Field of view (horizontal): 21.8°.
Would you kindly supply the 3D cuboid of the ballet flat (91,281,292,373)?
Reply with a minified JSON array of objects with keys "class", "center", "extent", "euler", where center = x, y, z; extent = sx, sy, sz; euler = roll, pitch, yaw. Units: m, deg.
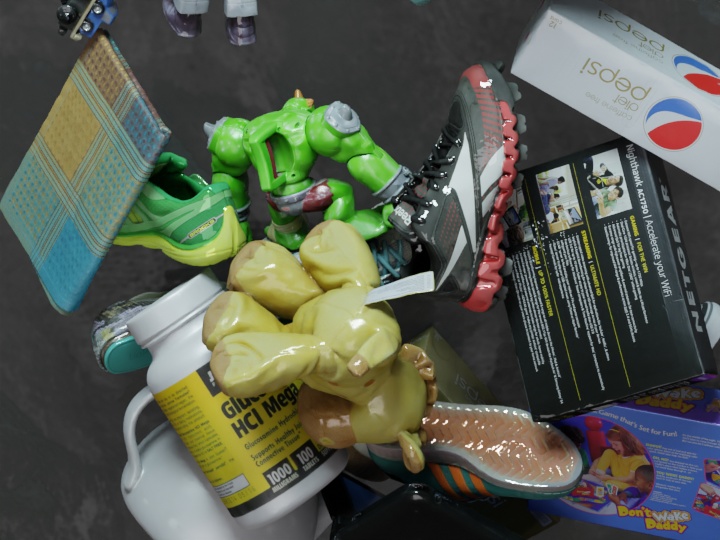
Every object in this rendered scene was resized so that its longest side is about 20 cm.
[{"class":"ballet flat","center":[-0.142,0.039,1.637],"extent":[0.198,0.072,0.073],"euler":[-9,125,-22]}]

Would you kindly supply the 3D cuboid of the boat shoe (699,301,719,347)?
[{"class":"boat shoe","center":[0.226,0.084,1.590],"extent":[0.056,0.069,0.200],"euler":[39,123,-12]}]

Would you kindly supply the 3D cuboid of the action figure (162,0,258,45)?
[{"class":"action figure","center":[-0.112,-0.270,1.435],"extent":[0.129,0.070,0.201],"euler":[0,134,-11]}]

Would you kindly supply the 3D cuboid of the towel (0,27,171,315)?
[{"class":"towel","center":[-0.231,-0.081,1.562],"extent":[0.022,0.147,0.201],"euler":[4,131,-43]}]

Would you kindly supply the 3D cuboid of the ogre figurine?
[{"class":"ogre figurine","center":[-0.048,-0.077,1.531],"extent":[0.199,0.098,0.121],"euler":[10,131,45]}]

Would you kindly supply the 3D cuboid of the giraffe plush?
[{"class":"giraffe plush","center":[-0.009,0.073,1.479],"extent":[0.198,0.174,0.163],"euler":[0,138,27]}]

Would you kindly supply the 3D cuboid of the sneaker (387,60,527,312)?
[{"class":"sneaker","center":[0.072,-0.064,1.454],"extent":[0.097,0.071,0.203],"euler":[0,109,-18]}]

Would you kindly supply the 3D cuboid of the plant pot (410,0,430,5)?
[{"class":"plant pot","center":[0.068,-0.302,1.349],"extent":[0.141,0.142,0.200],"euler":[33,129,-8]}]

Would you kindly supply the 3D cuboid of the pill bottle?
[{"class":"pill bottle","center":[-0.106,0.104,1.551],"extent":[0.112,0.112,0.201],"euler":[-31,95,27]}]

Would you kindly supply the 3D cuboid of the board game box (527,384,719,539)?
[{"class":"board game box","center":[0.241,0.156,1.567],"extent":[0.198,0.045,0.136],"euler":[10,127,17]}]

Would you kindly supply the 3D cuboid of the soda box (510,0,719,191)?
[{"class":"soda box","center":[0.219,-0.143,1.450],"extent":[0.199,0.068,0.064],"euler":[28,122,-5]}]

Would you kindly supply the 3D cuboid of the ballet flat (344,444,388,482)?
[{"class":"ballet flat","center":[-0.019,0.120,1.648],"extent":[0.072,0.068,0.200],"euler":[-20,126,42]}]

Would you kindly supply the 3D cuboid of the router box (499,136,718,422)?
[{"class":"router box","center":[0.188,0.007,1.498],"extent":[0.148,0.051,0.202],"euler":[-17,80,23]}]

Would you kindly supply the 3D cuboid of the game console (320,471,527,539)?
[{"class":"game console","center":[0.075,0.218,1.608],"extent":[0.199,0.117,0.176],"euler":[30,137,-24]}]

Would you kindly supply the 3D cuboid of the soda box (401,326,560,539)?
[{"class":"soda box","center":[0.097,0.149,1.658],"extent":[0.064,0.068,0.200],"euler":[-31,110,28]}]

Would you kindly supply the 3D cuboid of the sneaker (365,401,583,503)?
[{"class":"sneaker","center":[0.099,0.161,1.577],"extent":[0.198,0.072,0.080],"euler":[11,145,26]}]

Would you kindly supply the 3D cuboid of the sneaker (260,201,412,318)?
[{"class":"sneaker","center":[0.000,0.000,1.570],"extent":[0.198,0.087,0.078],"euler":[-18,115,10]}]

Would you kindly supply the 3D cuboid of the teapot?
[{"class":"teapot","center":[-0.111,0.186,1.676],"extent":[0.197,0.200,0.147],"euler":[39,97,11]}]

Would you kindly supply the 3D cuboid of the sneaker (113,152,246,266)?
[{"class":"sneaker","center":[-0.171,-0.061,1.568],"extent":[0.199,0.074,0.085],"euler":[13,112,37]}]

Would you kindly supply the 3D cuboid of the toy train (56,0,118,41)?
[{"class":"toy train","center":[-0.185,-0.259,1.496],"extent":[0.046,0.034,0.200],"euler":[28,123,-20]}]
